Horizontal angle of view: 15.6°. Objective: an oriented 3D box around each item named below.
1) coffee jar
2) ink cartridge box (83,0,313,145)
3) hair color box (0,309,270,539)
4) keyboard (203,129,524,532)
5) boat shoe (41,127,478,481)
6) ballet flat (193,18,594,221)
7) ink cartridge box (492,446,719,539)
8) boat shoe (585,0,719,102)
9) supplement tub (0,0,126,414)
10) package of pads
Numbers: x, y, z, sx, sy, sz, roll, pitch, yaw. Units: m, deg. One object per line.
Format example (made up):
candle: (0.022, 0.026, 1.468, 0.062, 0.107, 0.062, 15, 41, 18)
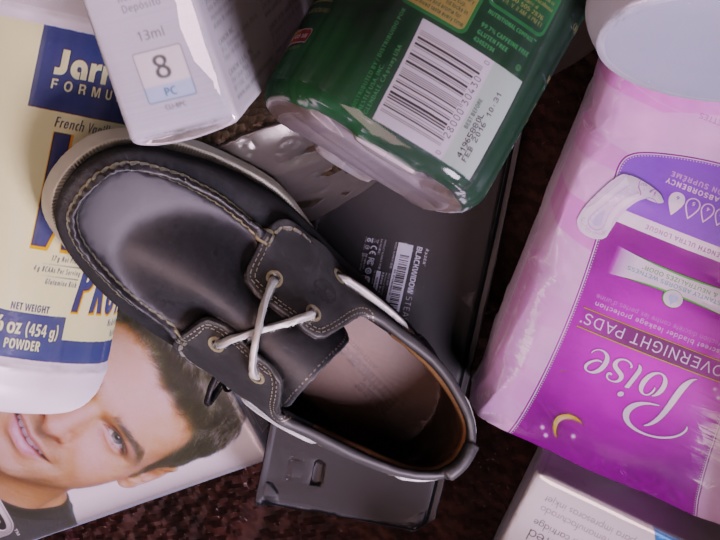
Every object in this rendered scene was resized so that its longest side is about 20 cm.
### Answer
coffee jar: (0.049, -0.124, 0.922, 0.085, 0.104, 0.201, 31, 85, -9)
ink cartridge box: (-0.071, -0.166, 0.951, 0.047, 0.160, 0.201, -12, 109, 20)
hair color box: (-0.135, 0.056, 1.129, 0.199, 0.061, 0.099, -21, 106, 23)
keyboard: (0.000, 0.000, 1.061, 0.103, 0.040, 0.201, 12, 100, -8)
boat shoe: (-0.032, 0.015, 0.977, 0.200, 0.068, 0.072, 38, 95, -31)
ballet flat: (0.004, -0.072, 1.005, 0.199, 0.047, 0.067, -29, 146, 5)
ink cartridge box: (0.092, 0.170, 1.105, 0.116, 0.067, 0.201, 25, 118, 3)
boat shoe: (0.166, -0.115, 0.917, 0.201, 0.087, 0.075, -4, 152, -16)
supplement tub: (-0.152, -0.056, 1.009, 0.144, 0.145, 0.201, 12, 93, 12)
package of pads: (0.128, -0.012, 1.007, 0.120, 0.076, 0.201, 23, 119, 5)
